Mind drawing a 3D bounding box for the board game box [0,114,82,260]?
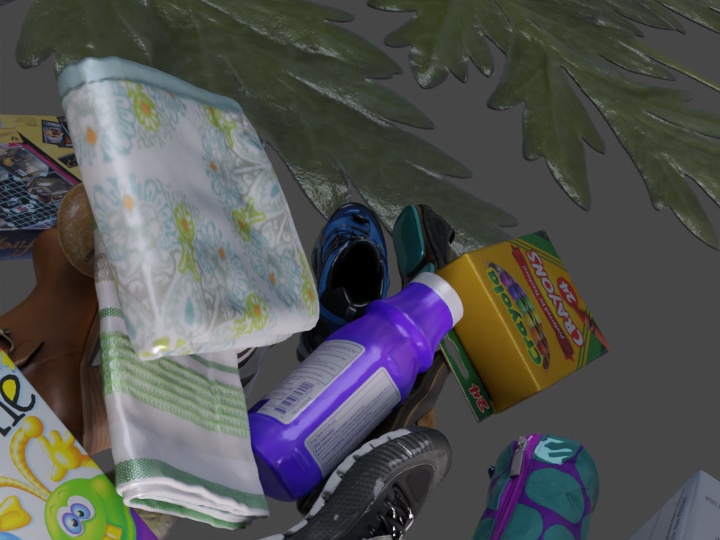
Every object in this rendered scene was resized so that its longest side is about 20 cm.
[{"bbox_3d":[-0.242,-0.071,0.882,0.198,0.035,0.136,-3,49,-34],"label":"board game box"}]

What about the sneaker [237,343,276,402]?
[{"bbox_3d":[-0.074,0.006,0.836,0.075,0.116,0.201,24,39,-7],"label":"sneaker"}]

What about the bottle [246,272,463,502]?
[{"bbox_3d":[-0.005,0.079,0.779,0.200,0.083,0.066,-42,107,-28],"label":"bottle"}]

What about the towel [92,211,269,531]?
[{"bbox_3d":[-0.109,0.051,0.665,0.149,0.030,0.202,42,34,-61],"label":"towel"}]

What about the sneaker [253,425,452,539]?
[{"bbox_3d":[-0.004,0.174,0.676,0.199,0.067,0.090,-33,28,-25],"label":"sneaker"}]

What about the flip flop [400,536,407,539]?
[{"bbox_3d":[0.006,0.244,0.671,0.081,0.058,0.200,29,38,1],"label":"flip flop"}]

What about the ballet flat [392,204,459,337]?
[{"bbox_3d":[0.066,0.013,0.959,0.068,0.068,0.201,28,38,-17],"label":"ballet flat"}]

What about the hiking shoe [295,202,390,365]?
[{"bbox_3d":[0.000,0.000,0.912,0.074,0.087,0.201,19,39,-12],"label":"hiking shoe"}]

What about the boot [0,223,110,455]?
[{"bbox_3d":[-0.239,0.045,0.731,0.153,0.074,0.201,-8,46,-30],"label":"boot"}]

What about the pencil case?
[{"bbox_3d":[0.110,0.196,0.750,0.093,0.085,0.200,62,29,-13],"label":"pencil case"}]

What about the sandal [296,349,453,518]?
[{"bbox_3d":[0.024,0.128,0.812,0.055,0.081,0.200,56,34,-6],"label":"sandal"}]

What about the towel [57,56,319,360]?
[{"bbox_3d":[-0.100,-0.036,0.676,0.200,0.048,0.173,1,67,-68],"label":"towel"}]

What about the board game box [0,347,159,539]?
[{"bbox_3d":[-0.203,0.142,0.580,0.200,0.103,0.105,49,40,1],"label":"board game box"}]

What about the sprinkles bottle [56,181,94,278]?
[{"bbox_3d":[-0.139,-0.046,0.798,0.068,0.069,0.200,37,22,11],"label":"sprinkles bottle"}]

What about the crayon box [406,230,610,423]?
[{"bbox_3d":[0.131,0.042,0.915,0.199,0.051,0.128,-16,76,-57],"label":"crayon box"}]

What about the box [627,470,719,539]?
[{"bbox_3d":[0.223,0.260,0.672,0.183,0.201,0.105,34,40,7],"label":"box"}]
